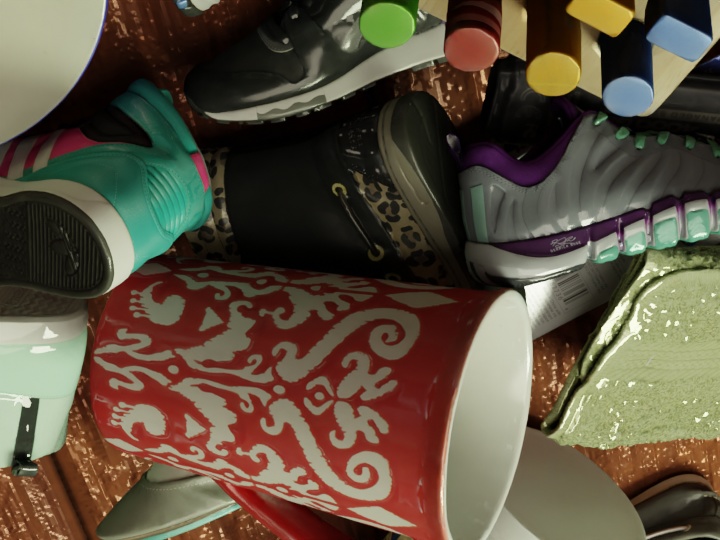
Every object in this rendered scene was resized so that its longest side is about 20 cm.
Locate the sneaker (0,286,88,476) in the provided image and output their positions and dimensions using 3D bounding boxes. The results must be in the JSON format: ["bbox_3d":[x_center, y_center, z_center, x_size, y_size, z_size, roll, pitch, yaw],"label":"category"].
[{"bbox_3d":[-0.257,0.068,0.950,0.200,0.074,0.118,1,118,-14],"label":"sneaker"}]

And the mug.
[{"bbox_3d":[-0.030,0.080,0.863,0.200,0.133,0.178,10,96,21],"label":"mug"}]

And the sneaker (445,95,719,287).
[{"bbox_3d":[0.144,-0.055,0.864,0.200,0.074,0.088,-15,97,-13],"label":"sneaker"}]

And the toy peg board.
[{"bbox_3d":[0.102,-0.153,0.746,0.199,0.098,0.200,24,133,-15],"label":"toy peg board"}]

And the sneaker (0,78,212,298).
[{"bbox_3d":[-0.148,-0.051,0.870,0.121,0.200,0.084,-33,123,-36],"label":"sneaker"}]

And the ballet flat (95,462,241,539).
[{"bbox_3d":[-0.062,0.103,0.969,0.200,0.067,0.064,-16,99,0],"label":"ballet flat"}]

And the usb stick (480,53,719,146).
[{"bbox_3d":[0.165,-0.084,0.904,0.200,0.033,0.055,4,130,-10],"label":"usb stick"}]

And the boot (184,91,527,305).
[{"bbox_3d":[0.000,-0.002,0.931,0.154,0.073,0.204,-7,127,25],"label":"boot"}]

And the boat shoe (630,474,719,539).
[{"bbox_3d":[0.161,0.210,1.137,0.200,0.057,0.067,-36,123,15],"label":"boat shoe"}]

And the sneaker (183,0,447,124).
[{"bbox_3d":[-0.004,-0.144,0.865,0.200,0.076,0.088,-20,114,-3],"label":"sneaker"}]

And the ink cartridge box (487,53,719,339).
[{"bbox_3d":[0.145,-0.047,0.966,0.200,0.042,0.119,-27,122,12],"label":"ink cartridge box"}]

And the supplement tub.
[{"bbox_3d":[0.075,0.211,1.067,0.145,0.145,0.200,21,119,-23],"label":"supplement tub"}]

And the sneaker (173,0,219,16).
[{"bbox_3d":[-0.090,-0.218,0.793,0.077,0.076,0.200,-25,135,0],"label":"sneaker"}]

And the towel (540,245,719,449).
[{"bbox_3d":[0.206,0.047,1.007,0.200,0.036,0.148,0,128,-38],"label":"towel"}]

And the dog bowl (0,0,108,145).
[{"bbox_3d":[-0.220,-0.153,0.804,0.200,0.079,0.200,-5,125,-7],"label":"dog bowl"}]
